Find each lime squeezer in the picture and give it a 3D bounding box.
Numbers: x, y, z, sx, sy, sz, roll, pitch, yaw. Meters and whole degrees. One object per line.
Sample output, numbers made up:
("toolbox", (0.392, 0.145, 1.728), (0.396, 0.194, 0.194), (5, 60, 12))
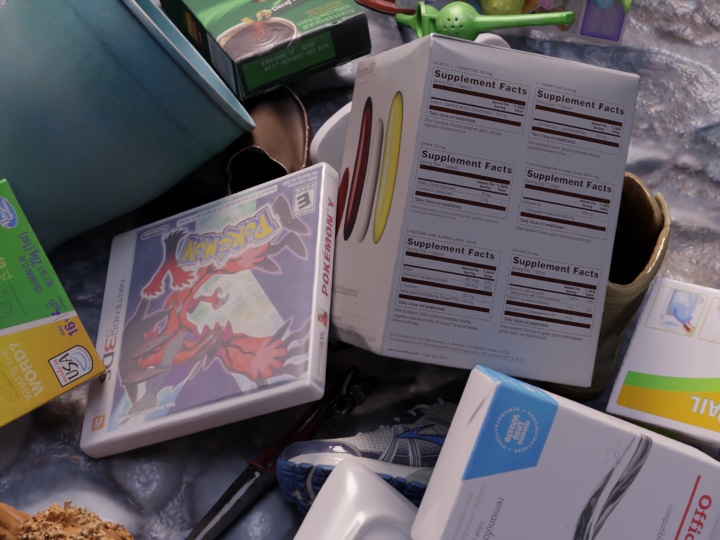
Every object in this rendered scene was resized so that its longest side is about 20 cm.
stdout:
("lime squeezer", (0.074, -0.206, 1.299), (0.071, 0.038, 0.199), (-34, 27, -33))

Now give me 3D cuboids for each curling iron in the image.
("curling iron", (-0.063, 0.134, 1.103), (0.200, 0.050, 0.026), (-42, 90, -18))

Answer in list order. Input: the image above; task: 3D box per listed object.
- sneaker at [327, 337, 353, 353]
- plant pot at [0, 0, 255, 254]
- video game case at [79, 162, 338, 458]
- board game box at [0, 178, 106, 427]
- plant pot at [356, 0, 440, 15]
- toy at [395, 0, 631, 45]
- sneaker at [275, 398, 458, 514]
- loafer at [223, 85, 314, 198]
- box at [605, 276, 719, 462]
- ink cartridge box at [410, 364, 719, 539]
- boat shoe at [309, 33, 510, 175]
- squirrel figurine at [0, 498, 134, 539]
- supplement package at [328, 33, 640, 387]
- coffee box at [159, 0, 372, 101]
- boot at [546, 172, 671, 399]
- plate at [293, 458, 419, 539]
("sneaker", (0.000, 0.000, 1.199), (0.199, 0.076, 0.076), (-24, 28, -15))
("plant pot", (-0.214, -0.121, 1.198), (0.188, 0.200, 0.200), (-41, 59, 3))
("video game case", (-0.107, 0.028, 1.126), (0.199, 0.023, 0.183), (-17, 52, 28))
("board game box", (-0.299, 0.050, 1.103), (0.199, 0.040, 0.154), (-29, 94, -9))
("plant pot", (0.055, -0.361, 1.382), (0.199, 0.196, 0.202), (-1, 53, 1))
("toy", (0.132, -0.243, 1.329), (0.199, 0.116, 0.047), (8, 41, -1))
("sneaker", (0.041, 0.132, 1.094), (0.199, 0.077, 0.086), (5, 46, -7))
("loafer", (-0.070, -0.079, 1.246), (0.073, 0.071, 0.201), (-1, 53, -1))
("box", (0.281, 0.089, 1.042), (0.199, 0.112, 0.102), (14, 72, 33))
("ink cartridge box", (0.145, 0.148, 0.963), (0.199, 0.067, 0.116), (21, 90, -10))
("boat shoe", (0.037, -0.133, 1.299), (0.199, 0.069, 0.057), (-32, 28, -20))
("squirrel figurine", (-0.217, 0.177, 0.981), (0.199, 0.187, 0.142), (-1, 52, -1))
("supplement package", (0.071, -0.038, 1.071), (0.146, 0.191, 0.201), (10, 89, -14))
("coffee box", (-0.087, -0.222, 1.343), (0.122, 0.044, 0.200), (-22, 40, -14))
("boot", (0.180, -0.028, 1.150), (0.072, 0.156, 0.201), (15, 56, 4))
("plate", (0.027, 0.243, 0.978), (0.200, 0.032, 0.200), (37, 57, -5))
